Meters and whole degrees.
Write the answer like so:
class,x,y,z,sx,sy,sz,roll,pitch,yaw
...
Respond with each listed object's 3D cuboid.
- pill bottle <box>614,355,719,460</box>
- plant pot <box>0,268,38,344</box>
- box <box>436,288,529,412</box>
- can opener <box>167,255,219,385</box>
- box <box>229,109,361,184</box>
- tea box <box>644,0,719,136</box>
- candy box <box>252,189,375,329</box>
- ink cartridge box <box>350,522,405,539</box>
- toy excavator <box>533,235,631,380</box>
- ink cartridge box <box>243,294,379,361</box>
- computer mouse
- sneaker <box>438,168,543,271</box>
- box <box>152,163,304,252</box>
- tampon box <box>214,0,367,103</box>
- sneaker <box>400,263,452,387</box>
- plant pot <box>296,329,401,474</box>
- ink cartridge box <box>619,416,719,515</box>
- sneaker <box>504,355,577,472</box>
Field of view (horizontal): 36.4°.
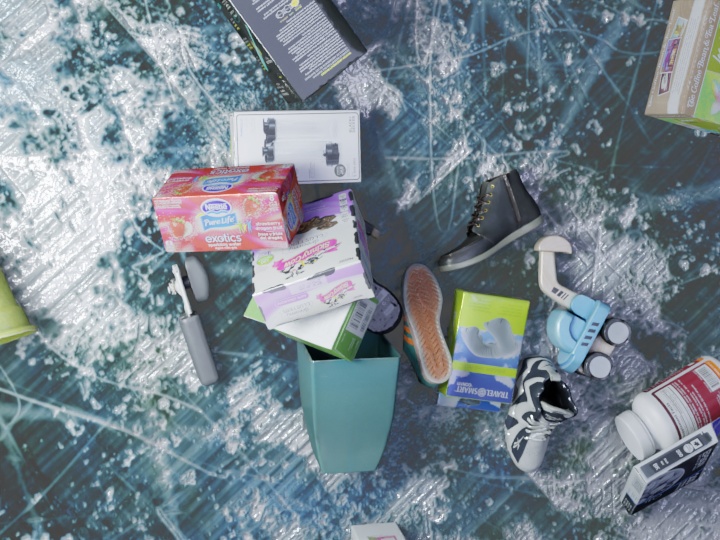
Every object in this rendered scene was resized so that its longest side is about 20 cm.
class,x,y,z,sx,sy,sz,roll,pitch,yaw
pill bottle,0.545,0.240,1.885,0.200,0.113,0.113,-28,102,-7
plant pot,-0.588,0.029,1.570,0.200,0.200,0.185,-18,90,-10
box,0.203,0.138,1.827,0.121,0.048,0.201,8,94,-13
can opener,-0.254,0.080,1.710,0.066,0.053,0.201,-14,100,-12
box,-0.102,-0.192,1.706,0.199,0.060,0.117,-4,98,-13
tea box,0.607,-0.332,1.814,0.196,0.134,0.201,12,95,-14
candy box,-0.074,-0.020,1.639,0.167,0.200,0.072,-17,125,6
ink cartridge box,0.041,0.508,1.760,0.084,0.200,0.145,-3,97,-9
toy excavator,0.352,0.063,1.834,0.200,0.100,0.195,28,89,-6
ink cartridge box,-0.077,0.059,1.684,0.059,0.200,0.104,34,76,-47
computer mouse,0.000,0.000,1.765,0.200,0.046,0.141,36,92,-3
sneaker,0.194,-0.081,1.789,0.200,0.075,0.106,-31,98,-17
box,-0.194,-0.093,1.627,0.199,0.100,0.096,-1,121,15
tampon box,-0.107,-0.367,1.636,0.126,0.150,0.200,-38,104,-5
sneaker,0.095,0.092,1.787,0.071,0.080,0.201,-4,77,-21
plant pot,-0.024,0.212,1.740,0.141,0.141,0.201,-1,104,-13
ink cartridge box,0.545,0.331,1.864,0.200,0.198,0.043,-28,63,-9
sneaker,0.303,0.250,1.821,0.079,0.130,0.200,11,95,-13
